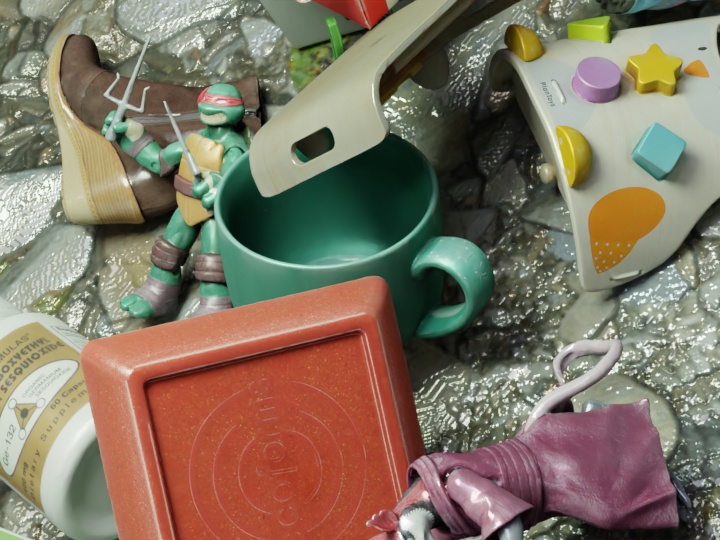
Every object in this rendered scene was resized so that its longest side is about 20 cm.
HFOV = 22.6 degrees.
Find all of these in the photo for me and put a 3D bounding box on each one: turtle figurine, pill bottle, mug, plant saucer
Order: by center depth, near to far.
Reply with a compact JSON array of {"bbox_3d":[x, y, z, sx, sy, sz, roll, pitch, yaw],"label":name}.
[{"bbox_3d":[-0.052,0.120,1.087,0.198,0.037,0.202,-12,89,-14],"label":"plant saucer"},{"bbox_3d":[-0.011,0.001,1.207,0.151,0.115,0.185,-19,43,-14],"label":"mug"},{"bbox_3d":[-0.226,0.096,1.273,0.199,0.114,0.115,31,77,37],"label":"pill bottle"},{"bbox_3d":[-0.119,-0.060,1.290,0.149,0.100,0.202,23,109,55],"label":"turtle figurine"}]

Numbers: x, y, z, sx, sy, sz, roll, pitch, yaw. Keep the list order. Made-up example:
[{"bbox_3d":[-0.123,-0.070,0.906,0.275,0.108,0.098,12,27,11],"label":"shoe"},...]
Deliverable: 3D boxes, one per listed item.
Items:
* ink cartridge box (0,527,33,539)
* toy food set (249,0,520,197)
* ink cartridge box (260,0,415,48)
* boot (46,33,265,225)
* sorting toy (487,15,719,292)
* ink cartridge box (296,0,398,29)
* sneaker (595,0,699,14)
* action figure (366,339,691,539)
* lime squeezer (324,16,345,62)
[{"bbox_3d":[-0.222,0.217,1.203,0.198,0.104,0.060,12,67,31],"label":"ink cartridge box"},{"bbox_3d":[0.029,-0.127,1.181,0.200,0.061,0.143,-46,15,-35],"label":"toy food set"},{"bbox_3d":[0.018,-0.274,1.398,0.198,0.083,0.148,-13,56,17],"label":"ink cartridge box"},{"bbox_3d":[-0.158,-0.125,1.421,0.165,0.073,0.201,-15,53,3],"label":"boot"},{"bbox_3d":[0.200,-0.112,1.218,0.178,0.107,0.201,-16,53,-7],"label":"sorting toy"},{"bbox_3d":[-0.003,-0.251,1.280,0.116,0.068,0.200,31,67,35],"label":"ink cartridge box"},{"bbox_3d":[0.202,-0.246,1.310,0.094,0.080,0.201,-1,41,-13],"label":"sneaker"},{"bbox_3d":[0.091,0.121,1.051,0.134,0.198,0.151,162,100,-65],"label":"action figure"},{"bbox_3d":[-0.033,-0.108,1.314,0.038,0.070,0.201,-97,28,-44],"label":"lime squeezer"}]
